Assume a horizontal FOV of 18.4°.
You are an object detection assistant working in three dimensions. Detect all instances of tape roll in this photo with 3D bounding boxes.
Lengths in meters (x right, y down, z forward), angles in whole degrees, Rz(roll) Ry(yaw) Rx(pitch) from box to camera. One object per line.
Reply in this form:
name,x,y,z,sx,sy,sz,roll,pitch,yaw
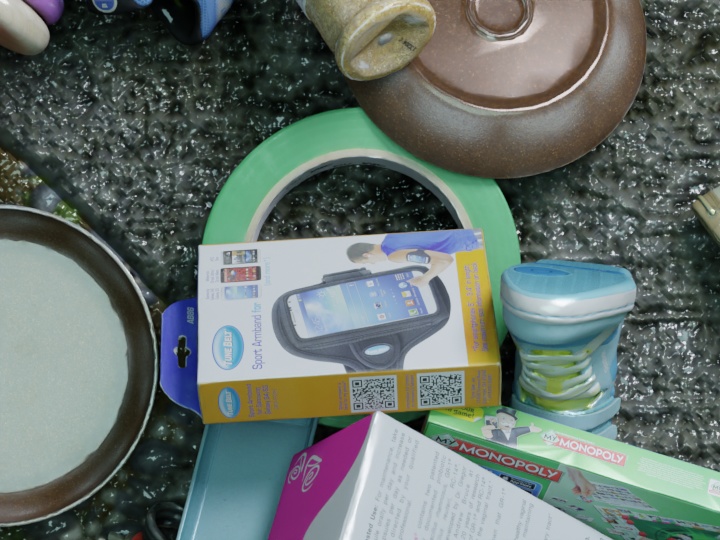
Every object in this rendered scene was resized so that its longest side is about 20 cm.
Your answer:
tape roll,0.000,0.000,1.397,0.200,0.048,0.201,0,86,-1

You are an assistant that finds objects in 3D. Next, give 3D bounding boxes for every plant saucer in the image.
plant saucer,0.084,-0.157,1.388,0.200,0.037,0.201,2,71,-5
plant saucer,-0.076,0.171,1.324,0.070,0.019,0.201,6,60,13
plant saucer,-0.226,0.060,1.398,0.199,0.032,0.201,0,86,0

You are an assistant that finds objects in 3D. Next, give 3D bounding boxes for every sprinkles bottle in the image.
sprinkles bottle,-0.029,-0.208,1.362,0.068,0.068,0.200,-30,62,-3

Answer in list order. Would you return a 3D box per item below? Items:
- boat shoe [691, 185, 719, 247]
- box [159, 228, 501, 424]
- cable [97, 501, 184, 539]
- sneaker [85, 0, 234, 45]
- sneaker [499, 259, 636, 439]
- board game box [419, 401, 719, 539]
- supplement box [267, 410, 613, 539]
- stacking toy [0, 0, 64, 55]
boat shoe,0.275,0.032,1.392,0.063,0.073,0.201,-24,76,4
box,-0.020,0.032,1.318,0.199,0.042,0.119,-2,43,-2
cable,-0.085,0.205,1.354,0.199,0.097,0.050,24,129,17
sneaker,-0.145,-0.204,1.345,0.200,0.078,0.089,36,71,-39
sneaker,0.121,0.062,1.325,0.079,0.200,0.131,8,94,14
board game box,0.125,0.144,1.349,0.199,0.135,0.029,18,53,0
supplement box,0.052,0.180,1.306,0.200,0.101,0.104,29,57,-22
stacking toy,-0.185,-0.238,1.399,0.085,0.085,0.200,32,81,1
